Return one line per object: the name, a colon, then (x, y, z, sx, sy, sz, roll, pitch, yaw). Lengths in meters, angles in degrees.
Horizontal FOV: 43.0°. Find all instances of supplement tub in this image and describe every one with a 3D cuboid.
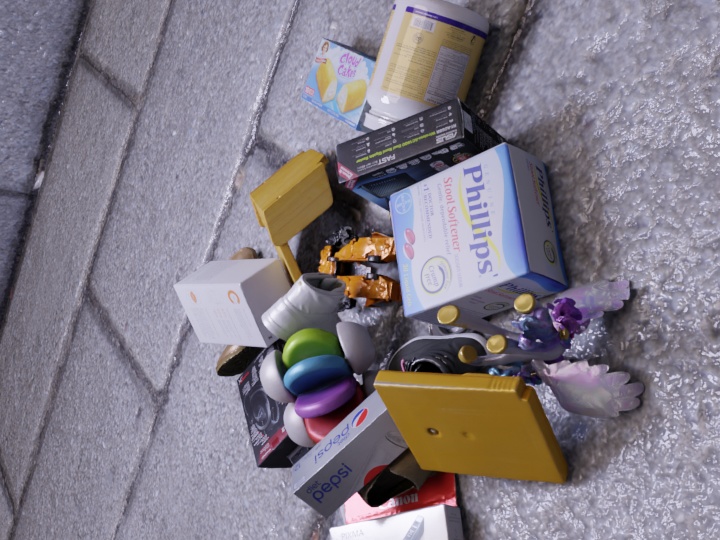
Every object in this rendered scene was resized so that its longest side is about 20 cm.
supplement tub: (0.092, -0.290, 1.340, 0.145, 0.145, 0.200, 34, 110, 52)

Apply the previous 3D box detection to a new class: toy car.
toy car: (-0.047, 0.185, 1.345, 0.175, 0.200, 0.150, -22, 19, 8)

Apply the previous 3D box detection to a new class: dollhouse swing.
dollhouse swing: (-0.093, -0.083, 1.595, 0.182, 0.176, 0.200, -39, 17, -3)

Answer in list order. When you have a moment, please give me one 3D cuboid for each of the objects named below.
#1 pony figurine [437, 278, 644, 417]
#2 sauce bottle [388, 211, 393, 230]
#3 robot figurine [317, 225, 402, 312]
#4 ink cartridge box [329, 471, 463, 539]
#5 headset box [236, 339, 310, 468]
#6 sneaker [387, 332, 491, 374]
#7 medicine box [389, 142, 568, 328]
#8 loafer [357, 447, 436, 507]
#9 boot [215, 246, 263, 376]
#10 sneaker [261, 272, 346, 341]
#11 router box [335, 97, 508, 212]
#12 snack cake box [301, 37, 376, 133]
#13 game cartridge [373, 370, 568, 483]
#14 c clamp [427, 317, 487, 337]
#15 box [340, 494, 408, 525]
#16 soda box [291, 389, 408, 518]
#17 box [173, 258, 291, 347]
pony figurine: (0.216, 0.085, 1.076, 0.193, 0.200, 0.167, -12, 65, 36)
sauce bottle: (0.073, -0.095, 1.384, 0.066, 0.066, 0.200, -27, 57, 48)
robot figurine: (0.000, 0.000, 1.474, 0.200, 0.058, 0.145, 1, 82, 53)
ink cartridge box: (0.046, 0.351, 1.282, 0.200, 0.045, 0.176, -21, 60, 31)
headset box: (-0.132, 0.236, 1.585, 0.149, 0.077, 0.200, -50, 46, 35)
sneaker: (0.083, 0.138, 1.281, 0.200, 0.099, 0.071, -19, 94, 50)
medicine box: (0.152, -0.041, 1.209, 0.200, 0.103, 0.182, -23, 64, 38)
loafer: (0.075, 0.262, 1.258, 0.200, 0.076, 0.067, -42, 28, 17)
boot: (-0.236, 0.083, 1.780, 0.175, 0.066, 0.200, -42, 50, 25)
sneaker: (-0.046, 0.070, 1.423, 0.116, 0.200, 0.074, -47, 51, 16)
router box: (0.087, -0.151, 1.260, 0.200, 0.150, 0.062, -17, 67, 30)
snack cake box: (-0.013, -0.314, 1.558, 0.200, 0.067, 0.115, 39, 114, 50)
game cartridge: (0.136, 0.189, 1.115, 0.200, 0.176, 0.032, -2, 42, 31)
c clamp: (0.142, 0.011, 1.302, 0.171, 0.027, 0.200, -19, 68, 52)
box: (0.029, 0.362, 1.370, 0.144, 0.036, 0.200, -47, 49, 37)
soda box: (-0.002, 0.242, 1.242, 0.200, 0.068, 0.063, -43, 20, 12)
box: (-0.216, 0.055, 1.610, 0.200, 0.097, 0.125, -1, 118, 46)
